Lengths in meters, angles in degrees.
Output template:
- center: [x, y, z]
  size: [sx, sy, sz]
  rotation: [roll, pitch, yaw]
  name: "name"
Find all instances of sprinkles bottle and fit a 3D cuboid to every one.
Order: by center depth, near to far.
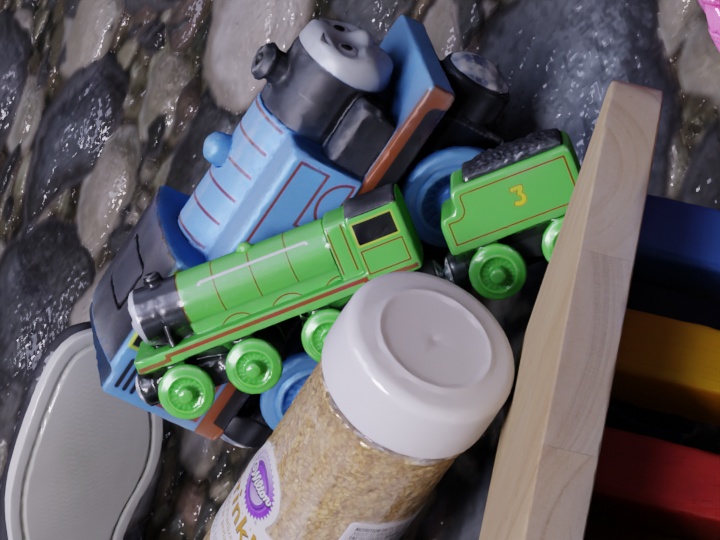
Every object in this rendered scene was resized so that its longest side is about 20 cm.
- center: [-0.011, 0.085, 1.008]
  size: [0.200, 0.068, 0.068]
  rotation: [122, 145, -44]
  name: "sprinkles bottle"

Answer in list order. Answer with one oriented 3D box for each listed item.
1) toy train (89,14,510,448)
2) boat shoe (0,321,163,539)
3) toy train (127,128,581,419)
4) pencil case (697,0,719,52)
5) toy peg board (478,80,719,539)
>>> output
- center: [-0.024, -0.016, 1.062]
  size: [0.200, 0.114, 0.087]
  rotation: [-55, 27, 21]
  name: "toy train"
- center: [-0.133, 0.105, 1.160]
  size: [0.060, 0.074, 0.200]
  rotation: [42, 136, 48]
  name: "boat shoe"
- center: [0.000, 0.000, 1.007]
  size: [0.200, 0.057, 0.042]
  rotation: [-21, 15, 7]
  name: "toy train"
- center: [0.140, -0.121, 0.880]
  size: [0.200, 0.093, 0.091]
  rotation: [-102, 23, -64]
  name: "pencil case"
- center: [0.094, 0.081, 0.854]
  size: [0.200, 0.098, 0.200]
  rotation: [103, -179, -60]
  name: "toy peg board"
